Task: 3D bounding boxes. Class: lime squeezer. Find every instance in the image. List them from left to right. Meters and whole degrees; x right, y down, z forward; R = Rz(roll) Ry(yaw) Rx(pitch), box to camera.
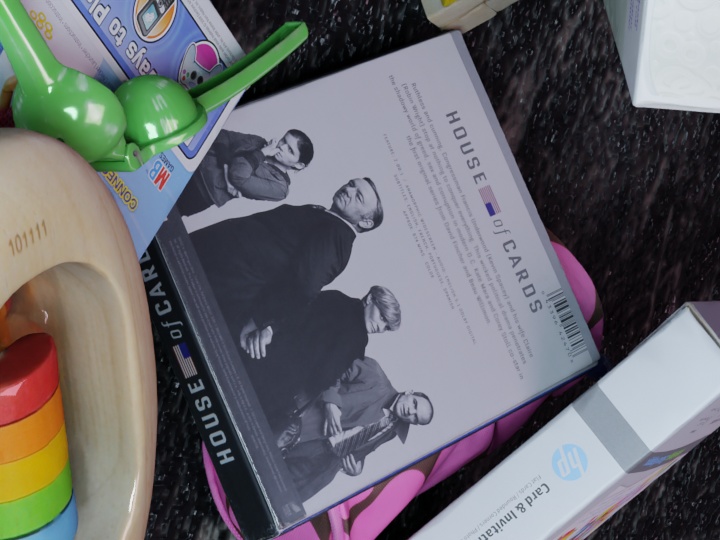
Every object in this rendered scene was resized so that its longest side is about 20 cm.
[{"bbox_3d":[-0.079,-0.064,0.876,0.200,0.038,0.071,13,63,-56],"label":"lime squeezer"}]

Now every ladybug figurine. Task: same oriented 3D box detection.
[{"bbox_3d":[-0.119,0.050,0.821,0.136,0.072,0.201,-37,133,-50],"label":"ladybug figurine"}]

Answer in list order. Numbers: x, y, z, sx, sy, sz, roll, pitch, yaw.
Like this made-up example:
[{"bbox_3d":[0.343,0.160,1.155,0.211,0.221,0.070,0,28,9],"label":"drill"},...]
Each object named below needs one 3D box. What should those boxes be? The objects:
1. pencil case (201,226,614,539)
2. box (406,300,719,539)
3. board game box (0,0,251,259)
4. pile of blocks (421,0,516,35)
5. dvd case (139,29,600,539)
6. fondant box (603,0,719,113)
[{"bbox_3d":[0.020,0.056,1.128,0.200,0.091,0.094,-32,151,-42],"label":"pencil case"},{"bbox_3d":[0.084,0.090,1.145,0.200,0.041,0.156,-40,170,11],"label":"box"},{"bbox_3d":[-0.138,-0.049,0.869,0.196,0.056,0.200,-59,145,-19],"label":"board game box"},{"bbox_3d":[0.051,-0.173,1.057,0.082,0.062,0.200,-4,149,-25],"label":"pile of blocks"},{"bbox_3d":[0.000,0.000,1.049,0.200,0.025,0.151,-23,91,-47],"label":"dvd case"},{"bbox_3d":[0.139,-0.160,1.129,0.200,0.058,0.145,-90,-175,-71],"label":"fondant box"}]
